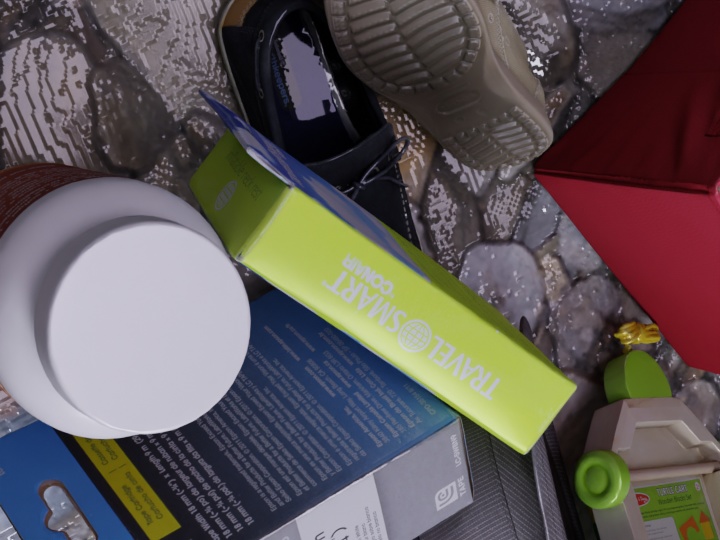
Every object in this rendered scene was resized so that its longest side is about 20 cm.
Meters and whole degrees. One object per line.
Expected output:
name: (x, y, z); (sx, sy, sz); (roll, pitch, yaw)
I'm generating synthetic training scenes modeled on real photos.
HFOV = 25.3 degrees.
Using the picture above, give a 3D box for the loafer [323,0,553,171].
loafer: (0.038, -0.123, 0.823); (0.075, 0.069, 0.200); (-19, 146, 17)

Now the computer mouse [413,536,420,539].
computer mouse: (-0.049, 0.200, 0.803); (0.199, 0.046, 0.141); (-25, 84, 2)

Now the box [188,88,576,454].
box: (0.000, 0.000, 0.759); (0.200, 0.122, 0.048); (35, 95, -24)

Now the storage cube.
storage cube: (0.238, -0.050, 0.888); (0.171, 0.180, 0.200); (-47, 112, -12)

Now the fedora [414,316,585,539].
fedora: (0.071, 0.133, 0.865); (0.090, 0.177, 0.201); (-15, 104, 8)

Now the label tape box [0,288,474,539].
label tape box: (-0.068, 0.100, 0.781); (0.199, 0.144, 0.064); (-28, 132, -19)

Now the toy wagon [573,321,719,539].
toy wagon: (0.179, 0.129, 0.931); (0.155, 0.039, 0.201); (4, 65, -49)

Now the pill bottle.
pill bottle: (-0.122, 0.012, 0.717); (0.111, 0.200, 0.113); (-3, 98, -24)

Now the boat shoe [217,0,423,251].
boat shoe: (-0.013, -0.055, 0.837); (0.074, 0.062, 0.201); (-29, 109, -21)
